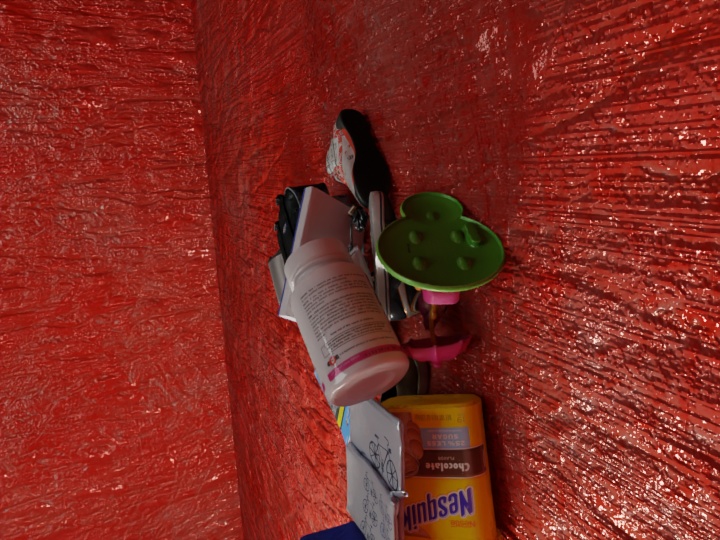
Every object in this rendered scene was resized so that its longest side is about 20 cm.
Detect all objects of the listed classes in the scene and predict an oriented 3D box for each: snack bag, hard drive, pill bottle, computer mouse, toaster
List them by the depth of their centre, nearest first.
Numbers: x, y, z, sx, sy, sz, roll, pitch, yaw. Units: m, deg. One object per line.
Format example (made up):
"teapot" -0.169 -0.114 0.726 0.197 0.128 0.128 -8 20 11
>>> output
"pill bottle" -0.026 0.063 0.691 0.201 0.112 0.114 63 150 30
"snack bag" 0.015 0.265 0.698 0.188 0.021 0.203 -166 75 -69
"computer mouse" 0.000 0.000 0.806 0.110 0.043 0.203 -132 43 -87
"hard drive" -0.055 -0.011 0.824 0.025 0.131 0.203 -4 70 42
"toaster" -0.141 0.015 1.193 0.200 0.112 0.131 -23 78 64

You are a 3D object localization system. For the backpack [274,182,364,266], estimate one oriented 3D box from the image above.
"backpack" -0.076 -0.040 0.980 0.179 0.149 0.202 108 153 -49

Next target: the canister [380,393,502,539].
"canister" 0.101 0.272 0.692 0.147 0.086 0.203 -8 86 23

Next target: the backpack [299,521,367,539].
"backpack" -0.035 0.477 0.703 0.162 0.166 0.203 -147 52 -69

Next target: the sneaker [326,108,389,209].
"sneaker" -0.008 -0.165 0.896 0.108 0.066 0.203 119 141 -55

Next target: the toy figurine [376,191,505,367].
"toy figurine" 0.092 0.028 0.680 0.201 0.148 0.186 -93 2 -52

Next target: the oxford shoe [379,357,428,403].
"oxford shoe" 0.060 0.226 0.843 0.070 0.074 0.203 29 124 59

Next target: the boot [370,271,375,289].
"boot" 0.043 0.111 0.879 0.138 0.077 0.202 47 142 35

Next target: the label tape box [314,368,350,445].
"label tape box" -0.026 0.223 1.052 0.201 0.063 0.146 -123 35 -45

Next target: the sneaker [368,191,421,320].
"sneaker" 0.055 -0.022 0.765 0.079 0.078 0.202 -97 1 -63
